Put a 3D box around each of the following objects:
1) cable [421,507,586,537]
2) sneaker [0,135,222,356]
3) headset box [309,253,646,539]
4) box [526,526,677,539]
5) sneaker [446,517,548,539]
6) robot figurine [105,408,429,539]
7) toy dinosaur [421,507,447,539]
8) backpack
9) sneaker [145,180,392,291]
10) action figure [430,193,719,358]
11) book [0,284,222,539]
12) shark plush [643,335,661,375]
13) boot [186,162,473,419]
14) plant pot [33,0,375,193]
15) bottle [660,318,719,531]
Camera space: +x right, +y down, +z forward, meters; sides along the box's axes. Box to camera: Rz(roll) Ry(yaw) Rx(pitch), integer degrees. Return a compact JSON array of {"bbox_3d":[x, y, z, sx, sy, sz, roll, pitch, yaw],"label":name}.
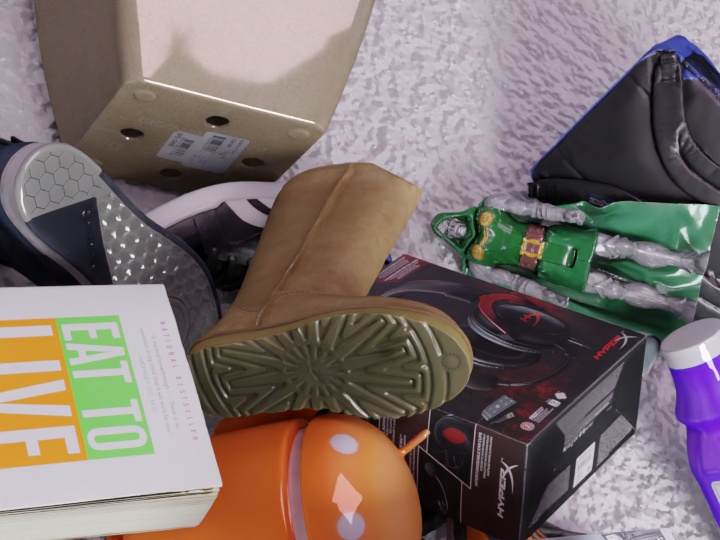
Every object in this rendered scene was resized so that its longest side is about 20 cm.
[{"bbox_3d":[0.105,0.158,1.086,0.200,0.050,0.097,45,50,6],"label":"cable"},{"bbox_3d":[-0.180,-0.008,1.005,0.077,0.146,0.202,-55,130,-25],"label":"sneaker"},{"bbox_3d":[0.049,0.069,0.997,0.200,0.075,0.149,20,33,30],"label":"headset box"},{"bbox_3d":[0.055,0.199,0.846,0.200,0.158,0.050,1,50,-28],"label":"box"},{"bbox_3d":[0.139,0.194,0.994,0.200,0.112,0.078,52,42,-30],"label":"sneaker"},{"bbox_3d":[-0.053,0.142,0.915,0.144,0.200,0.117,-63,138,-67],"label":"robot figurine"},{"bbox_3d":[0.031,0.156,1.017,0.088,0.047,0.200,33,59,6],"label":"toy dinosaur"},{"bbox_3d":[0.263,-0.064,1.258,0.200,0.163,0.168,46,28,7],"label":"backpack"},{"bbox_3d":[-0.056,0.001,1.081,0.200,0.073,0.112,-15,69,-37],"label":"sneaker"},{"bbox_3d":[0.148,-0.010,1.188,0.200,0.055,0.118,13,91,10],"label":"action figure"},{"bbox_3d":[-0.184,0.071,0.834,0.200,0.048,0.134,-2,57,-27],"label":"book"},{"bbox_3d":[0.133,0.103,1.117,0.083,0.091,0.200,28,39,8],"label":"shark plush"},{"bbox_3d":[0.000,0.000,0.952,0.200,0.175,0.066,-62,144,-53],"label":"boot"},{"bbox_3d":[-0.106,-0.158,1.090,0.200,0.200,0.177,13,64,-23],"label":"plant pot"},{"bbox_3d":[0.270,0.130,1.149,0.084,0.065,0.200,-39,108,-44],"label":"bottle"}]
